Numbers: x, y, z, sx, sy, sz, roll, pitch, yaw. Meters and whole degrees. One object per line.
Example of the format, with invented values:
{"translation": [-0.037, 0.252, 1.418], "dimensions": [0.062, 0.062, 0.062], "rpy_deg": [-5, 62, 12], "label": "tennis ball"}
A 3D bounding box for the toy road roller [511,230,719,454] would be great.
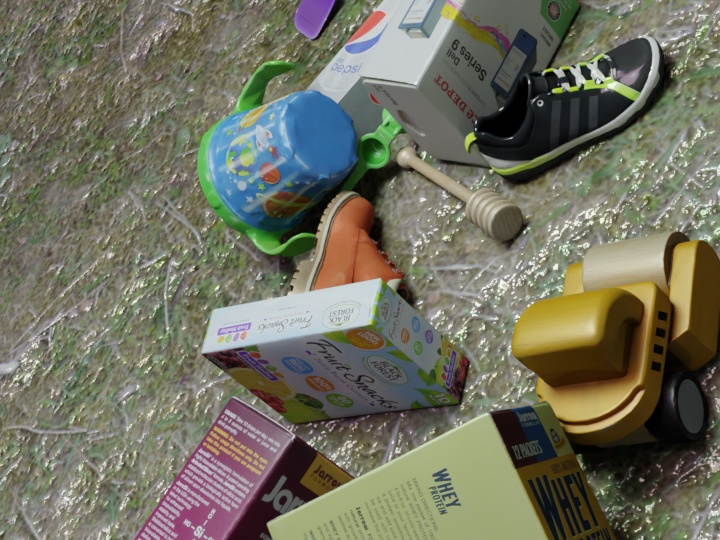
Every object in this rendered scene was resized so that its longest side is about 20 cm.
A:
{"translation": [0.198, 0.043, 1.318], "dimensions": [0.123, 0.146, 0.200], "rpy_deg": [-11, 53, 36], "label": "toy road roller"}

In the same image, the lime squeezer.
{"translation": [0.022, -0.137, 1.691], "dimensions": [0.200, 0.038, 0.071], "rpy_deg": [-53, 14, -3], "label": "lime squeezer"}

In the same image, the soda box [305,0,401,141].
{"translation": [0.033, -0.228, 1.747], "dimensions": [0.200, 0.068, 0.063], "rpy_deg": [-49, 39, 1], "label": "soda box"}

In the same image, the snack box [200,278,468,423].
{"translation": [-0.025, 0.077, 1.501], "dimensions": [0.200, 0.142, 0.053], "rpy_deg": [-11, 53, 37], "label": "snack box"}

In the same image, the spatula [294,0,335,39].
{"translation": [-0.008, -0.355, 1.920], "dimensions": [0.200, 0.021, 0.057], "rpy_deg": [-49, 45, -1], "label": "spatula"}

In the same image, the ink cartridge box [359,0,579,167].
{"translation": [0.107, -0.222, 1.612], "dimensions": [0.087, 0.145, 0.200], "rpy_deg": [16, 70, 46], "label": "ink cartridge box"}

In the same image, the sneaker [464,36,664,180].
{"translation": [0.187, -0.156, 1.535], "dimensions": [0.200, 0.083, 0.072], "rpy_deg": [-36, 42, 16], "label": "sneaker"}

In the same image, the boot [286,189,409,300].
{"translation": [0.000, 0.000, 1.604], "dimensions": [0.107, 0.075, 0.200], "rpy_deg": [11, 41, 7], "label": "boot"}

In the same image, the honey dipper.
{"translation": [0.087, -0.082, 1.606], "dimensions": [0.038, 0.038, 0.200], "rpy_deg": [-50, 38, -1], "label": "honey dipper"}

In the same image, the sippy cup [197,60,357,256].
{"translation": [-0.075, -0.116, 1.680], "dimensions": [0.130, 0.178, 0.140], "rpy_deg": [-27, 10, 48], "label": "sippy cup"}

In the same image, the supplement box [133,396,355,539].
{"translation": [-0.103, 0.235, 1.460], "dimensions": [0.103, 0.131, 0.200], "rpy_deg": [25, 79, 48], "label": "supplement box"}

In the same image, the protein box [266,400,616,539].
{"translation": [0.077, 0.229, 1.229], "dimensions": [0.200, 0.135, 0.199], "rpy_deg": [-30, 77, 22], "label": "protein box"}
